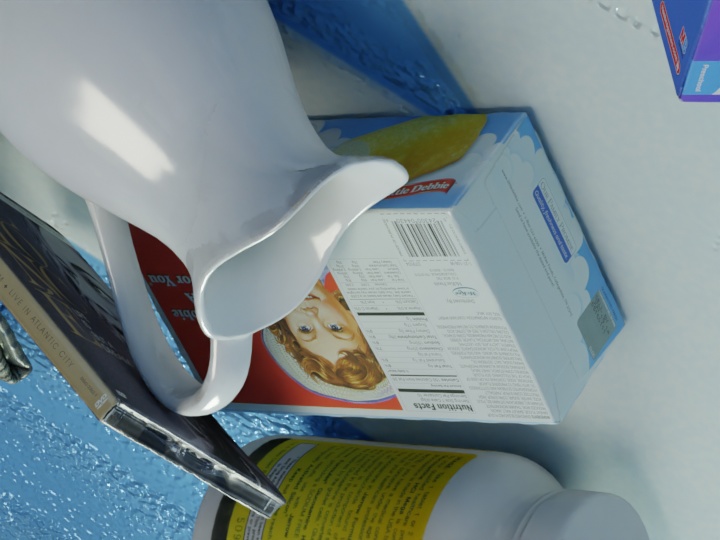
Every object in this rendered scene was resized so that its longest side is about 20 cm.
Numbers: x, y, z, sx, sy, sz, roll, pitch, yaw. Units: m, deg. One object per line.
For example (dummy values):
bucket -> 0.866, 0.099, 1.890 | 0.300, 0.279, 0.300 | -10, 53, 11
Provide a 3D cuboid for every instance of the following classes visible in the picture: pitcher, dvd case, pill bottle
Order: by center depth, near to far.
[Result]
pitcher -> -0.089, -0.055, 1.132 | 0.200, 0.121, 0.172 | 50, 132, 21
dvd case -> -0.124, 0.020, 1.220 | 0.200, 0.016, 0.149 | 46, -175, 33
pill bottle -> 0.028, 0.136, 1.270 | 0.199, 0.113, 0.113 | 2, 129, 39

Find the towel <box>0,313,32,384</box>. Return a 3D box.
towel -> -0.269, -0.027, 1.370 | 0.192, 0.035, 0.200 | 22, 154, 36

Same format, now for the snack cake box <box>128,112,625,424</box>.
snack cake box -> 0.000, 0.000, 1.194 | 0.199, 0.067, 0.115 | 0, 130, 40

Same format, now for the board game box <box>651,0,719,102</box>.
board game box -> 0.111, -0.169, 0.830 | 0.044, 0.201, 0.135 | 0, 142, -11
